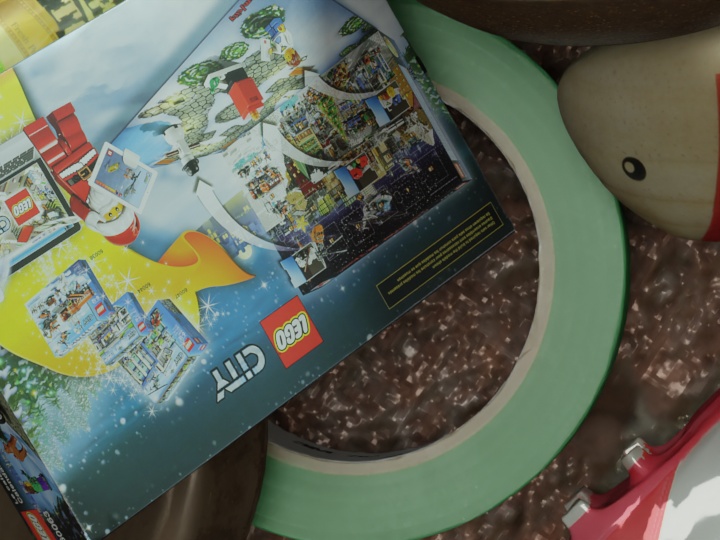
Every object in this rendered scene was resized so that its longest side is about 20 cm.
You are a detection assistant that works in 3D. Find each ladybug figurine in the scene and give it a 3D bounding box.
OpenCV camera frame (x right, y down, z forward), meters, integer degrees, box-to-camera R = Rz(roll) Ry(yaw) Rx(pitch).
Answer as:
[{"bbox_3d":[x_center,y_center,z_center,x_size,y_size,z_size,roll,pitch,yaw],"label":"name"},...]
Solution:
[{"bbox_3d":[0.168,-0.055,0.792,0.199,0.136,0.072,-9,80,2],"label":"ladybug figurine"}]

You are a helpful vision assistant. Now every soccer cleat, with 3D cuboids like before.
[{"bbox_3d":[0.160,0.058,0.834,0.200,0.067,0.077,-41,90,9],"label":"soccer cleat"}]

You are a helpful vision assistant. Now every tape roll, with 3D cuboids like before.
[{"bbox_3d":[0.000,0.000,0.865,0.199,0.048,0.202,0,90,8],"label":"tape roll"}]

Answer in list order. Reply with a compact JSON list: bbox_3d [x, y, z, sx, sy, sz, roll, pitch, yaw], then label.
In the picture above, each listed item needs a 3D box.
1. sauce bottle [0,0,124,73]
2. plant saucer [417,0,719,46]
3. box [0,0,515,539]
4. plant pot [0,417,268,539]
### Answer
[{"bbox_3d":[-0.095,-0.091,0.816,0.064,0.200,0.065,26,134,30],"label":"sauce bottle"},{"bbox_3d":[0.092,-0.125,0.774,0.199,0.201,0.037,-8,123,9],"label":"plant saucer"},{"bbox_3d":[-0.056,-0.020,0.757,0.200,0.038,0.137,-35,100,-33],"label":"box"},{"bbox_3d":[-0.158,0.057,0.795,0.199,0.174,0.202,3,96,30],"label":"plant pot"}]
